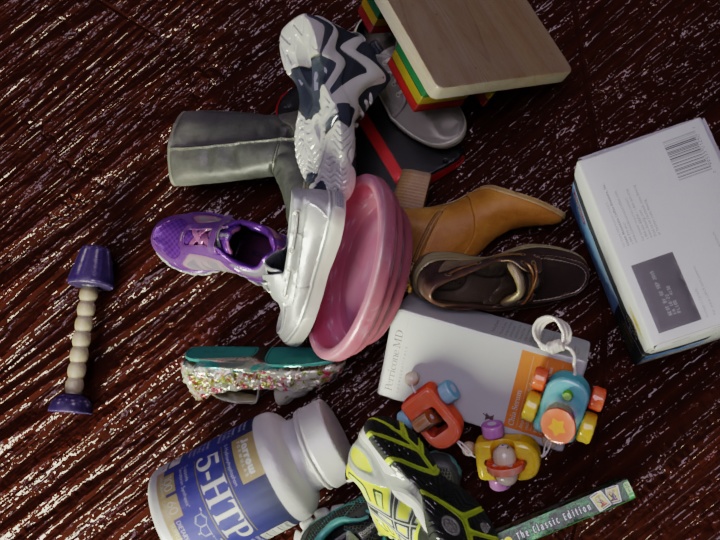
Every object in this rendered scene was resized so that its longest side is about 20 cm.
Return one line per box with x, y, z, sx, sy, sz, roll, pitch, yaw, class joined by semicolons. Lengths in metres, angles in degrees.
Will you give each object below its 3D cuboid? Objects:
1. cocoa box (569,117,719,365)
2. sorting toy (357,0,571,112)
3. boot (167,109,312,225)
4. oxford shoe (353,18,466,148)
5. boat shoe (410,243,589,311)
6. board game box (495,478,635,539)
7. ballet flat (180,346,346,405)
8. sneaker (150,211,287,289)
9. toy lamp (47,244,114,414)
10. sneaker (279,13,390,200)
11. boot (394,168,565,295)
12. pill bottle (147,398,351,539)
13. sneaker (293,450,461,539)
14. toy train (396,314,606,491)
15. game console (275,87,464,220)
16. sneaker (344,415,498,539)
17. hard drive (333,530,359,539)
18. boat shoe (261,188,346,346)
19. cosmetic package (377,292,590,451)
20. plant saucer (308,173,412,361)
0.310;-0.023;0.815;0.132;0.131;0.202;-19;73;6;cocoa box
0.106;-0.272;0.914;0.197;0.070;0.201;-14;67;-31;sorting toy
-0.134;-0.115;0.939;0.198;0.073;0.183;0;63;11;boot
0.051;-0.224;0.940;0.075;0.058;0.201;-33;73;-4;oxford shoe
0.155;0.014;0.840;0.198;0.072;0.073;1;107;-13;boat shoe
0.169;0.252;0.791;0.199;0.105;0.024;-24;70;4;board game box
-0.109;0.120;0.912;0.198;0.076;0.065;0;107;16;ballet flat
-0.161;-0.032;0.941;0.198;0.088;0.081;12;80;16;sneaker
-0.333;0.070;0.970;0.058;0.058;0.202;1;79;12;toy lamp
-0.010;-0.176;0.882;0.079;0.129;0.201;-21;82;45;sneaker
0.116;-0.024;0.899;0.199;0.071;0.145;13;88;12;boot
-0.110;0.221;0.850;0.199;0.120;0.120;-29;72;4;pill bottle
0.019;0.258;0.823;0.199;0.091;0.078;-34;88;3;sneaker
0.133;0.138;0.773;0.199;0.056;0.151;-34;92;24;toy train
0.005;-0.168;0.975;0.176;0.031;0.201;-30;72;-2;game console
0.058;0.232;0.755;0.200;0.075;0.077;52;124;35;sneaker
-0.006;0.367;0.782;0.134;0.042;0.201;-33;104;2;hard drive
-0.070;-0.001;0.857;0.068;0.201;0.072;11;42;-13;boat shoe
0.127;0.102;0.837;0.198;0.071;0.102;14;106;16;cosmetic package
0.000;0.000;0.860;0.050;0.200;0.202;15;77;-21;plant saucer
